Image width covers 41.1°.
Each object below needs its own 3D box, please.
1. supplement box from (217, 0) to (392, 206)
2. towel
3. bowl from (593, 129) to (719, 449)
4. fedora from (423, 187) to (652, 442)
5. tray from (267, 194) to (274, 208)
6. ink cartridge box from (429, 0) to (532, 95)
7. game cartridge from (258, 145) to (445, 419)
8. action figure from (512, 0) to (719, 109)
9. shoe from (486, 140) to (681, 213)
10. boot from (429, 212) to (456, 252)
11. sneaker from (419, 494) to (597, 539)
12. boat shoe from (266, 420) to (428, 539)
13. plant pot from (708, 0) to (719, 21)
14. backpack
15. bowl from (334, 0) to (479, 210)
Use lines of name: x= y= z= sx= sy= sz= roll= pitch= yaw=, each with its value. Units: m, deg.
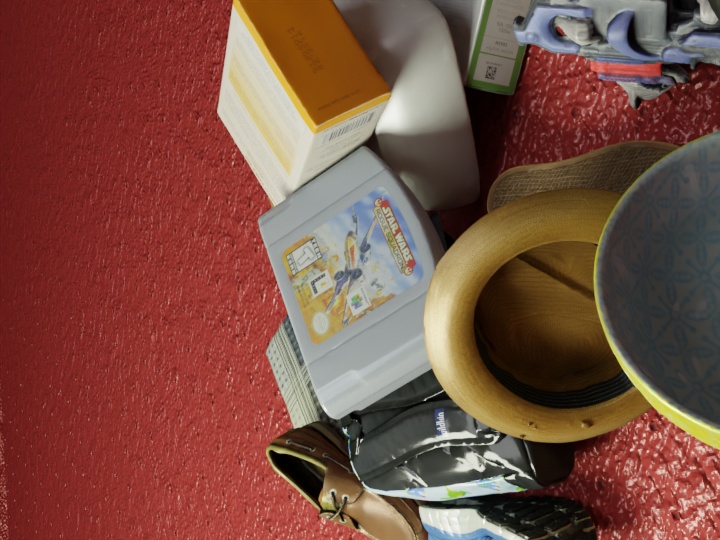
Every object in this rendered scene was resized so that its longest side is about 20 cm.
supplement box: x=-0.054 y=-0.141 z=0.808 sx=0.126 sy=0.073 sz=0.200 roll=59 pitch=161 yaw=8
towel: x=-0.031 y=0.102 z=1.040 sx=0.193 sy=0.035 sz=0.200 roll=-57 pitch=42 yaw=35
bowl: x=0.235 y=0.026 z=0.527 sx=0.200 sy=0.200 sz=0.108 roll=61 pitch=180 yaw=38
fedora: x=0.134 y=0.022 z=0.651 sx=0.082 sy=0.200 sz=0.201 roll=-103 pitch=28 yaw=-62
tray: x=-0.043 y=-0.075 z=0.994 sx=0.037 sy=0.099 sz=0.200 roll=-51 pitch=48 yaw=42
ink cartridge box: x=0.103 y=-0.258 z=0.810 sx=0.104 sy=0.059 sz=0.200 roll=34 pitch=117 yaw=53
game cartridge: x=0.000 y=0.000 z=0.757 sx=0.133 sy=0.042 sz=0.200 roll=-35 pitch=55 yaw=19
action figure: x=0.208 y=-0.192 z=0.610 sx=0.200 sy=0.105 sz=0.194 roll=17 pitch=133 yaw=19
shoe: x=0.180 y=-0.051 z=0.698 sx=0.200 sy=0.053 sz=0.070 roll=5 pitch=72 yaw=54
boot: x=0.055 y=-0.012 z=0.842 sx=0.097 sy=0.075 sz=0.200 roll=-25 pitch=22 yaw=23
sneaker: x=0.120 y=0.229 z=0.762 sx=0.200 sy=0.078 sz=0.089 roll=-20 pitch=79 yaw=64
boat shoe: x=-0.014 y=0.221 z=0.936 sx=0.200 sy=0.068 sz=0.072 roll=27 pitch=116 yaw=40
plant pot: x=0.262 y=-0.160 z=0.404 sx=0.200 sy=0.177 sz=0.200 roll=35 pitch=119 yaw=32
backpack: x=0.071 y=0.117 z=0.788 sx=0.200 sy=0.154 sz=0.163 roll=-25 pitch=69 yaw=31
bowl: x=0.011 y=-0.151 z=0.855 sx=0.200 sy=0.075 sz=0.200 roll=39 pitch=151 yaw=51
